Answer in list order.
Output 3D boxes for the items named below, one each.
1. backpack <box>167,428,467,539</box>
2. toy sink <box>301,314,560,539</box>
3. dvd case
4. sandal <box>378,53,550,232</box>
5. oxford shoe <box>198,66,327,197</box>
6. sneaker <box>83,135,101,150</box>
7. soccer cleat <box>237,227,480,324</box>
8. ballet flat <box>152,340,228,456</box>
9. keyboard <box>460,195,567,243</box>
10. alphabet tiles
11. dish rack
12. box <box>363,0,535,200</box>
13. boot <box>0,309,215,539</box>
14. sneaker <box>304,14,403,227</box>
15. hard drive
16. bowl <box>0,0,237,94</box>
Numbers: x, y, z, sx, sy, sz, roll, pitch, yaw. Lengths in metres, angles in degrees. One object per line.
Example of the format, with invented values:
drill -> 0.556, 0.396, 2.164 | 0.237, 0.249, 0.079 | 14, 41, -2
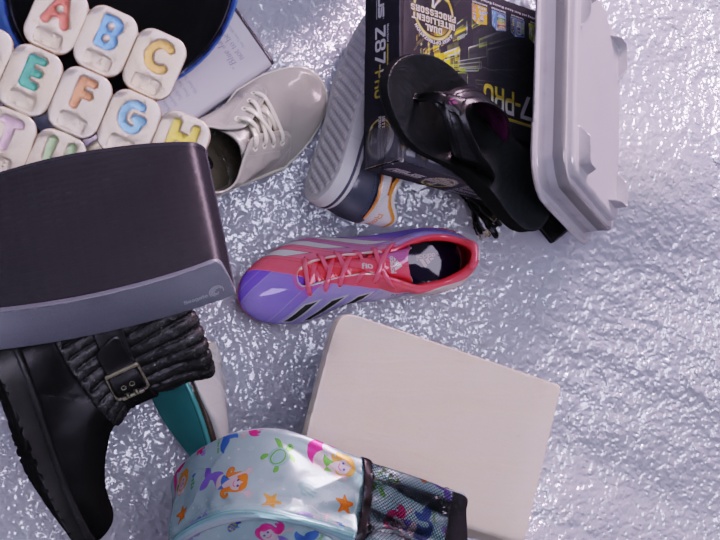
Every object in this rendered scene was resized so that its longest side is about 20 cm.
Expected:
backpack -> -0.043, 0.201, 1.241 | 0.199, 0.177, 0.152 | 28, 50, -21
toy sink -> 0.037, 0.127, 1.383 | 0.198, 0.112, 0.132 | 18, 78, -19
dvd case -> -0.186, -0.168, 1.398 | 0.199, 0.018, 0.143 | -38, 96, -17
sandal -> 0.092, -0.103, 1.340 | 0.200, 0.048, 0.076 | 37, 62, -35
oxford shoe -> -0.089, -0.107, 1.378 | 0.200, 0.058, 0.076 | -36, 94, -39
sneaker -> -0.272, -0.054, 1.327 | 0.199, 0.067, 0.091 | -25, 93, -12
soccer cleat -> 0.000, 0.000, 1.404 | 0.198, 0.076, 0.067 | -8, 86, -18
ballet flat -> -0.148, 0.056, 1.364 | 0.069, 0.069, 0.201 | -35, 93, -18
keyboard -> 0.109, -0.106, 1.481 | 0.127, 0.021, 0.201 | -40, 95, -23
alphabet tiles -> -0.216, -0.101, 1.287 | 0.199, 0.015, 0.197 | 24, 89, -7
dish rack -> 0.184, -0.136, 1.427 | 0.043, 0.171, 0.202 | -5, 72, 23
box -> 0.088, -0.143, 1.409 | 0.199, 0.049, 0.163 | 13, 76, -41
boot -> -0.179, 0.102, 1.298 | 0.157, 0.079, 0.213 | -25, 126, -18
sneaker -> 0.018, -0.128, 1.426 | 0.079, 0.078, 0.202 | 28, 69, -26
hard drive -> -0.197, -0.023, 1.238 | 0.198, 0.042, 0.136 | -12, 65, -5
bowl -> -0.183, -0.224, 1.320 | 0.199, 0.039, 0.202 | -10, 121, -17
